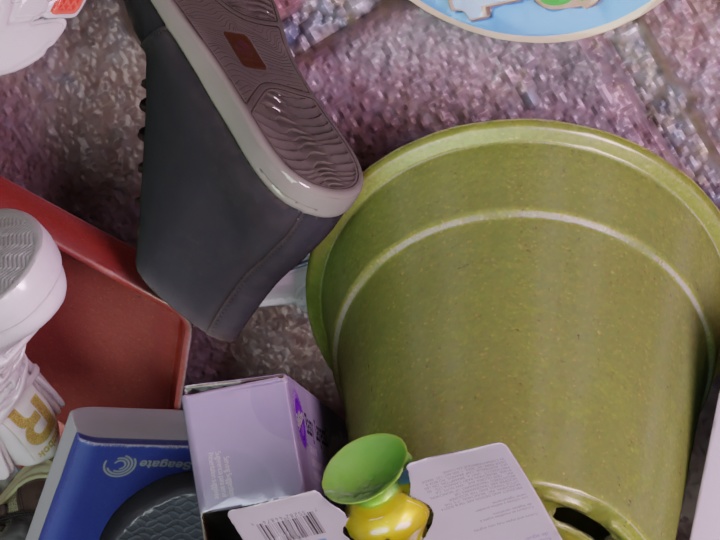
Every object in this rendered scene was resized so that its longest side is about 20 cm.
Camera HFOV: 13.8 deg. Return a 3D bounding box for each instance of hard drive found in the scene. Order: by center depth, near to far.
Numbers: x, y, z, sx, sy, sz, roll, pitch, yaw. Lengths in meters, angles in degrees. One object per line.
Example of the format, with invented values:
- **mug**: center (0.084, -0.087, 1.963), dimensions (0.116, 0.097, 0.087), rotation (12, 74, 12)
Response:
- **hard drive**: center (-0.103, 0.149, 1.452), dimensions (0.131, 0.025, 0.200), rotation (3, 130, -25)

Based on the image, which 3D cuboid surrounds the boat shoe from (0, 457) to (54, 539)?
- **boat shoe**: center (-0.192, 0.167, 1.521), dimensions (0.072, 0.066, 0.201), rotation (41, 132, 0)

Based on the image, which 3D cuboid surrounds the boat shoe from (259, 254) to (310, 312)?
- **boat shoe**: center (0.000, 0.000, 1.384), dimensions (0.199, 0.074, 0.066), rotation (-16, 98, 29)

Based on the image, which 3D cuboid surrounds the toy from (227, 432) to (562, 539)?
- **toy**: center (0.042, 0.134, 1.176), dimensions (0.115, 0.047, 0.200), rotation (-16, 132, 19)

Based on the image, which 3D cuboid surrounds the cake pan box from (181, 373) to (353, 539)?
- **cake pan box**: center (-0.028, 0.145, 1.285), dimensions (0.052, 0.200, 0.185), rotation (-12, 79, 5)

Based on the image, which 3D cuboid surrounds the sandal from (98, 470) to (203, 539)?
- **sandal**: center (-0.086, 0.152, 1.421), dimensions (0.076, 0.043, 0.200), rotation (-8, 144, -5)

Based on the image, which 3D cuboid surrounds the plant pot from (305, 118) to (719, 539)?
- **plant pot**: center (0.067, 0.071, 1.276), dimensions (0.199, 0.190, 0.201), rotation (3, 129, 3)

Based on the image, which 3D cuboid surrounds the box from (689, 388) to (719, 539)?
- **box**: center (0.191, 0.129, 1.272), dimensions (0.101, 0.113, 0.201), rotation (11, 80, 10)

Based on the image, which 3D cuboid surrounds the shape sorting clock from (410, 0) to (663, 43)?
- **shape sorting clock**: center (0.071, -0.196, 1.298), dimensions (0.199, 0.039, 0.201), rotation (8, 113, 21)

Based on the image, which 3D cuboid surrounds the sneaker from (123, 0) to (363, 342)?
- **sneaker**: center (-0.081, -0.069, 1.351), dimensions (0.106, 0.075, 0.200), rotation (-52, 48, 30)

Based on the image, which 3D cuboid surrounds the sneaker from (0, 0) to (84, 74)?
- **sneaker**: center (-0.160, -0.188, 1.361), dimensions (0.082, 0.077, 0.201), rotation (13, 91, 57)

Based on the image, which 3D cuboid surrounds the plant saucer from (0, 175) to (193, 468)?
- **plant saucer**: center (-0.166, 0.024, 1.450), dimensions (0.199, 0.037, 0.200), rotation (28, 144, 12)

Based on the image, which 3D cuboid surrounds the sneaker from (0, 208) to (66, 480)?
- **sneaker**: center (-0.166, 0.039, 1.382), dimensions (0.116, 0.074, 0.200), rotation (48, 153, -20)
